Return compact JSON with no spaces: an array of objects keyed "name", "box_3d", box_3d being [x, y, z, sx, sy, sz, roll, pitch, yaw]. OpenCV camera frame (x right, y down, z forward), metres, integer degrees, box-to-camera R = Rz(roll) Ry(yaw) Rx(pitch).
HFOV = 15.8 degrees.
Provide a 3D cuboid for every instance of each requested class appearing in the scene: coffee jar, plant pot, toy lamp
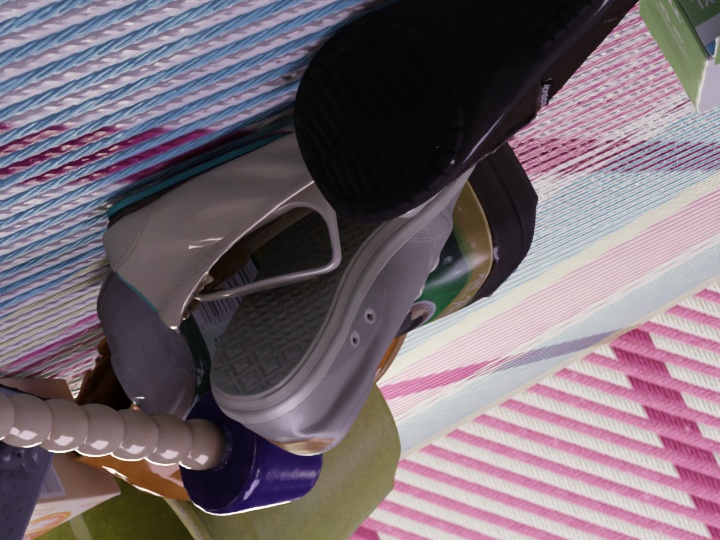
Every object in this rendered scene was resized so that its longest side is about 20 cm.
[{"name":"coffee jar","box_3d":[-0.017,-0.001,1.202,0.199,0.086,0.104,-23,167,-26]},{"name":"plant pot","box_3d":[-0.081,0.127,1.533,0.184,0.201,0.200,-36,179,-36]},{"name":"toy lamp","box_3d":[-0.100,0.069,1.075,0.199,0.059,0.058,10,148,-40]}]

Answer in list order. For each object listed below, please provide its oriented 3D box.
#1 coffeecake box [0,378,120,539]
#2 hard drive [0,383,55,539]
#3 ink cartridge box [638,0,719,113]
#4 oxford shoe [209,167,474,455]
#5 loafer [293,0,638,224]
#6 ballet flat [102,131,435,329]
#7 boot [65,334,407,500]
[{"name":"coffeecake box","box_3d":[-0.243,0.132,1.334,0.199,0.073,0.153,-29,173,8]},{"name":"hard drive","box_3d":[-0.209,0.131,1.080,0.135,0.042,0.201,24,90,-54]},{"name":"ink cartridge box","box_3d":[0.180,-0.132,1.127,0.103,0.060,0.200,-30,173,2]},{"name":"oxford shoe","box_3d":[0.000,0.000,1.111,0.075,0.058,0.201,1,-133,36]},{"name":"loafer","box_3d":[0.051,-0.080,0.966,0.071,0.073,0.200,-17,167,-44]},{"name":"ballet flat","box_3d":[-0.009,-0.038,1.067,0.199,0.070,0.069,-29,172,4]},{"name":"boot","box_3d":[-0.058,0.034,1.351,0.202,0.071,0.144,-55,141,5]}]
